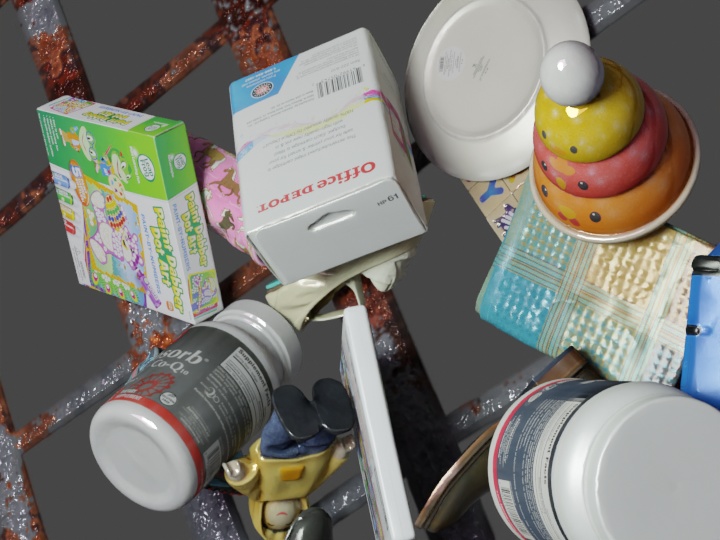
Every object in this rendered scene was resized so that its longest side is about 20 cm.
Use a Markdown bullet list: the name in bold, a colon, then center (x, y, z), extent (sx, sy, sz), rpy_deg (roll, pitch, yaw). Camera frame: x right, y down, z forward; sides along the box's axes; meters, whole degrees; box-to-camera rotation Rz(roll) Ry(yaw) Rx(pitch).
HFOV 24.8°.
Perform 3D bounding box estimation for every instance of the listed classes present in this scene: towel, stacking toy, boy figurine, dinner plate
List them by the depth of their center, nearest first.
- **stacking toy**: center (0.180, -0.122, 1.294), extent (0.145, 0.200, 0.147), rpy_deg (-10, 63, 20)
- **towel**: center (0.201, 0.013, 1.380), extent (0.199, 0.022, 0.147), rpy_deg (28, 100, 31)
- **dinner plate**: center (0.115, -0.180, 1.472), extent (0.199, 0.024, 0.201), rpy_deg (-11, 72, 37)
- **boy figurine**: center (-0.068, 0.178, 1.479), extent (0.065, 0.124, 0.200), rpy_deg (65, 149, 34)

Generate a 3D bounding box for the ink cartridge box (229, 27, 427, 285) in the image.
- **ink cartridge box**: center (-0.032, -0.103, 1.473), extent (0.144, 0.085, 0.201), rpy_deg (-21, 46, 13)

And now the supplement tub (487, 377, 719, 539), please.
- **supplement tub**: center (0.189, 0.151, 1.212), extent (0.200, 0.140, 0.141), rpy_deg (172, 106, -73)

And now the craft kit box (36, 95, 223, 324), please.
- **craft kit box**: center (-0.229, -0.062, 1.626), extent (0.197, 0.048, 0.201), rpy_deg (13, 123, 42)

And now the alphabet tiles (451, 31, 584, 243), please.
- **alphabet tiles**: center (0.168, -0.100, 1.437), extent (0.167, 0.008, 0.200), rpy_deg (-44, 59, 22)

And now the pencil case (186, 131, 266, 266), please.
- **pencil case**: center (-0.137, -0.073, 1.610), extent (0.199, 0.087, 0.083), rpy_deg (27, 80, 37)

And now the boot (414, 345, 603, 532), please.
- **boot**: center (0.138, 0.160, 1.326), extent (0.097, 0.075, 0.200), rpy_deg (44, 76, 9)

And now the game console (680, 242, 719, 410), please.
- **game console**: center (0.356, 0.032, 1.212), extent (0.199, 0.118, 0.172), rpy_deg (4, 87, 37)

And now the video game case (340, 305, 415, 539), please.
- **video game case**: center (0.013, 0.151, 1.417), extent (0.023, 0.182, 0.201), rpy_deg (-11, 72, -5)

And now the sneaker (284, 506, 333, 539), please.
- **sneaker**: center (-0.029, 0.315, 1.473), extent (0.088, 0.074, 0.201), rpy_deg (6, 95, 37)

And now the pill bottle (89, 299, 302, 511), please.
- **pill bottle**: center (-0.145, 0.118, 1.500), extent (0.115, 0.200, 0.116), rpy_deg (19, 130, 24)

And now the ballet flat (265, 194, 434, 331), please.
- **ballet flat**: center (0.000, 0.000, 1.516), extent (0.199, 0.069, 0.070), rpy_deg (-30, 66, 31)

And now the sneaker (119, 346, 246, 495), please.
- **sneaker**: center (-0.163, 0.142, 1.593), extent (0.200, 0.079, 0.096), rpy_deg (35, 101, 35)
